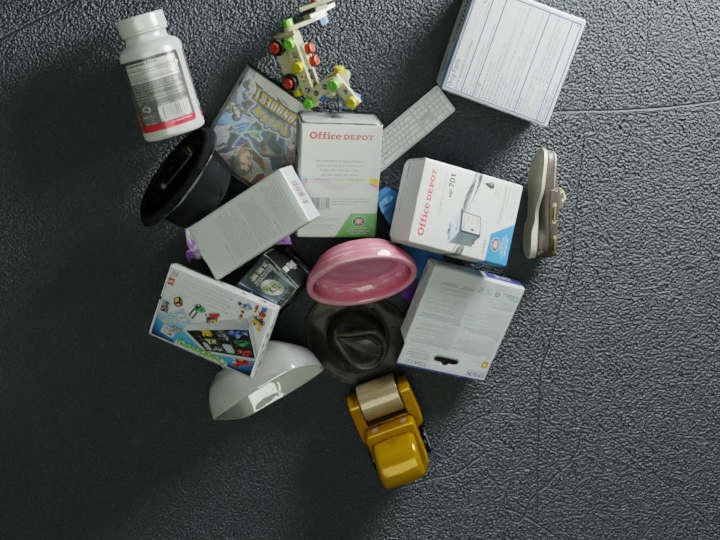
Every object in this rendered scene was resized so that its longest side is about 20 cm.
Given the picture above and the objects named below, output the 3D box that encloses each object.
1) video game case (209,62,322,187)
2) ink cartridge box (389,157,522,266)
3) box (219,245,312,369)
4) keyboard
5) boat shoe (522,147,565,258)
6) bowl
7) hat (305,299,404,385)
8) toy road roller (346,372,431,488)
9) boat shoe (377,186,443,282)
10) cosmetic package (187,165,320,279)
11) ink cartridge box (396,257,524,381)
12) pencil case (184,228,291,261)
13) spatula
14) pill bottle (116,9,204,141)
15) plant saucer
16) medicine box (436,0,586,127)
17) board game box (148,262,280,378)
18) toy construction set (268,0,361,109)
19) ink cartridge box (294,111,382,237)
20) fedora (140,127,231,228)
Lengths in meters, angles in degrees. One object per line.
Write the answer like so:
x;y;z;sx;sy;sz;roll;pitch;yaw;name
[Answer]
-0.163;-0.233;1.679;0.198;0.026;0.182;32;103;-9;video game case
0.166;-0.100;1.648;0.197;0.086;0.150;12;90;-23;ink cartridge box
-0.185;0.059;1.684;0.086;0.164;0.200;43;101;1;box
0.075;-0.243;1.686;0.199;0.011;0.056;-39;103;10;keyboard
0.332;-0.119;1.694;0.058;0.072;0.204;0;110;-7;boat shoe
-0.177;0.192;1.726;0.198;0.200;0.076;-31;77;9;bowl
-0.008;0.134;1.756;0.196;0.081;0.205;0;107;0;hat
0.061;0.309;1.766;0.121;0.146;0.203;-20;112;5;toy road roller
0.093;-0.069;1.708;0.083;0.069;0.203;-26;108;-3;boat shoe
-0.179;-0.081;1.593;0.198;0.071;0.103;-30;93;16;cosmetic package
0.177;0.092;1.737;0.193;0.043;0.203;14;111;-23;ink cartridge box
-0.218;-0.070;1.682;0.196;0.086;0.085;-12;134;11;pencil case
0.047;-0.016;1.744;0.200;0.021;0.056;43;112;-8;spatula
-0.343;-0.330;1.605;0.109;0.111;0.204;-14;106;4;pill bottle
0.000;0.000;1.661;0.196;0.201;0.052;-11;67;2;plant saucer
0.250;-0.368;1.604;0.196;0.103;0.185;19;105;-5;medicine box
-0.246;0.084;1.596;0.197;0.035;0.128;22;99;7;board game box
-0.077;-0.363;1.608;0.129;0.092;0.204;-9;99;28;toy construction set
-0.042;-0.167;1.647;0.142;0.088;0.204;0;112;-10;ink cartridge box
-0.289;-0.142;1.628;0.091;0.201;0.201;35;104;-30;fedora
